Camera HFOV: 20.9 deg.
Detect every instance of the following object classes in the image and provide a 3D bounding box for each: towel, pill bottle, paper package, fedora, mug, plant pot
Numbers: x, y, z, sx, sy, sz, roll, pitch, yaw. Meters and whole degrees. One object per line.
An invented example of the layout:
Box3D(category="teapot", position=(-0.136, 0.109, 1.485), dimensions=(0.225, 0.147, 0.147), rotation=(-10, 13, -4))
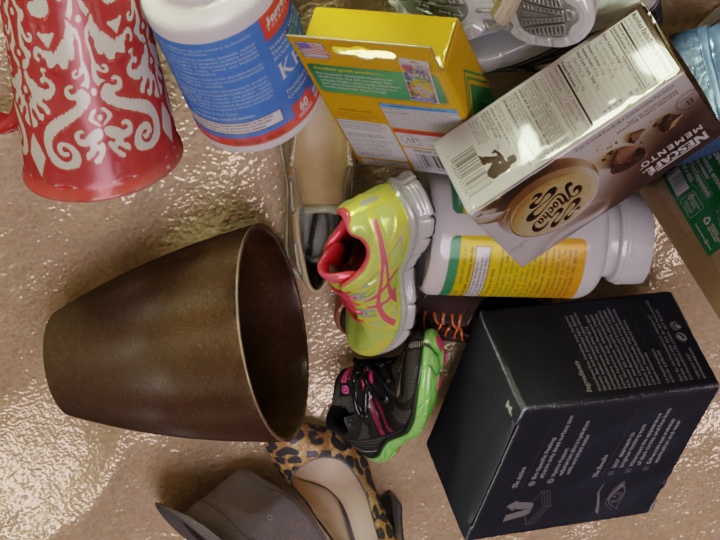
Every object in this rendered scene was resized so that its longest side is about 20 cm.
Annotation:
Box3D(category="towel", position=(0.227, -0.127, 1.619), dimensions=(0.198, 0.113, 0.049), rotation=(-17, 149, 21))
Box3D(category="pill bottle", position=(-0.106, -0.196, 1.522), dimensions=(0.111, 0.113, 0.201), rotation=(-18, 140, 4))
Box3D(category="paper package", position=(0.352, -0.006, 1.663), dimensions=(0.103, 0.201, 0.190), rotation=(-37, 147, 18))
Box3D(category="fedora", position=(-0.092, 0.256, 1.846), dimensions=(0.090, 0.200, 0.177), rotation=(-46, 162, -14))
Box3D(category="pill bottle", position=(0.149, -0.033, 1.697), dimensions=(0.198, 0.113, 0.114), rotation=(1, 124, -9))
Box3D(category="mug", position=(-0.240, -0.169, 1.538), dimensions=(0.175, 0.134, 0.202), rotation=(-9, 122, -4))
Box3D(category="plant pot", position=(-0.166, 0.067, 1.695), dimensions=(0.198, 0.188, 0.188), rotation=(-9, 126, 15))

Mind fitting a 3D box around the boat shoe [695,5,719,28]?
Box3D(category="boat shoe", position=(0.283, -0.145, 1.667), dimensions=(0.072, 0.068, 0.200), rotation=(35, 112, -27))

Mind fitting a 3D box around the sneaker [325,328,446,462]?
Box3D(category="sneaker", position=(0.019, 0.113, 1.770), dimensions=(0.083, 0.077, 0.200), rotation=(22, 143, -8))

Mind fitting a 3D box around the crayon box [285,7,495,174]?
Box3D(category="crayon box", position=(0.033, -0.149, 1.562), dimensions=(0.124, 0.052, 0.200), rotation=(8, 157, 23))

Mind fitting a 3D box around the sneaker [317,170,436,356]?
Box3D(category="sneaker", position=(0.000, 0.000, 1.661), dimensions=(0.090, 0.078, 0.201), rotation=(-17, 139, -25))

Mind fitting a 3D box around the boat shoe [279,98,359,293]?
Box3D(category="boat shoe", position=(-0.032, -0.073, 1.663), dimensions=(0.071, 0.076, 0.202), rotation=(-4, 124, -4))

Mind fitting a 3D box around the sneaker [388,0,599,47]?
Box3D(category="sneaker", position=(0.110, -0.233, 1.563), dimensions=(0.198, 0.100, 0.079), rotation=(15, 132, 25))

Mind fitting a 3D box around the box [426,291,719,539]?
Box3D(category="box", position=(0.187, 0.131, 1.763), dimensions=(0.198, 0.118, 0.198), rotation=(-6, 140, -22))

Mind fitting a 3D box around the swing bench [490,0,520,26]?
Box3D(category="swing bench", position=(0.024, -0.296, 1.446), dimensions=(0.198, 0.200, 0.131), rotation=(7, 123, -13))

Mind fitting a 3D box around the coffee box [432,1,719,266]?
Box3D(category="coffee box", position=(0.173, -0.105, 1.540), dimensions=(0.199, 0.080, 0.113), rotation=(-33, 147, 11))

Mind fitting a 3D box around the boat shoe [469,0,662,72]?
Box3D(category="boat shoe", position=(0.152, -0.192, 1.611), dimensions=(0.198, 0.072, 0.068), rotation=(-19, 138, 5))

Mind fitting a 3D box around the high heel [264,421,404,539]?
Box3D(category="high heel", position=(-0.022, 0.228, 1.827), dimensions=(0.071, 0.143, 0.200), rotation=(-36, 122, 24))

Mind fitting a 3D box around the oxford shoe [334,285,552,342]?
Box3D(category="oxford shoe", position=(0.074, 0.031, 1.752), dimensions=(0.198, 0.073, 0.072), rotation=(-14, 125, 1))
